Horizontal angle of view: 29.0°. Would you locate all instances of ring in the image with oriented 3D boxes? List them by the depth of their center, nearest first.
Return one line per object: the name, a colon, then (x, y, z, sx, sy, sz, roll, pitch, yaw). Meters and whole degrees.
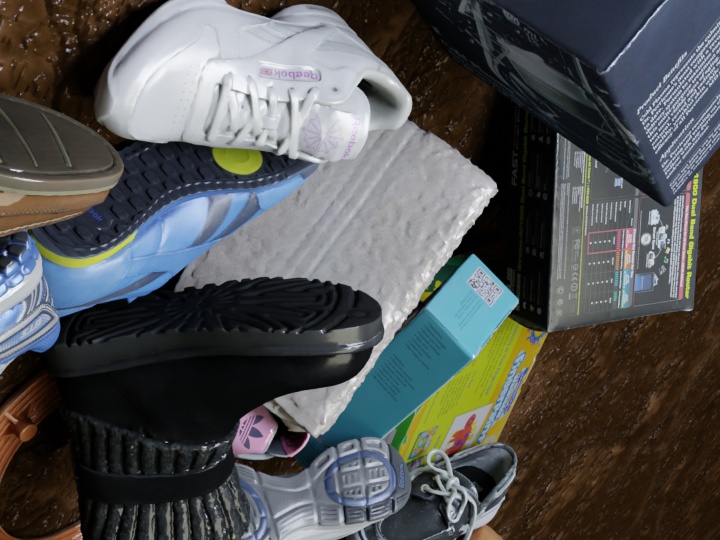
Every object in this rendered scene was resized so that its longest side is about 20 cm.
ring: (-0.178, 0.125, 0.899, 0.200, 0.019, 0.202, -36, 147, -28)

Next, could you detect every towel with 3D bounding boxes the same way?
towel: (-0.021, -0.010, 0.857, 0.201, 0.132, 0.034, -53, 174, 1)

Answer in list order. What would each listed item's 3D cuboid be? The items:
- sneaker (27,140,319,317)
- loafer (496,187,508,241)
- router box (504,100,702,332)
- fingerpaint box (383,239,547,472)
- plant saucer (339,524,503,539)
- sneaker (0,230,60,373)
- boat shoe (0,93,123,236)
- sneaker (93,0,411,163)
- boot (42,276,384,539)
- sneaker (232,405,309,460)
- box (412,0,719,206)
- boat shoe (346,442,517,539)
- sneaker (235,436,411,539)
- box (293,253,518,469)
sneaker: (-0.108, -0.033, 0.788, 0.199, 0.066, 0.079, -29, 154, -35)
loafer: (0.188, -0.081, 1.148, 0.200, 0.068, 0.071, -44, 141, -21)
router box: (0.187, -0.063, 1.062, 0.148, 0.062, 0.203, -6, 105, -29)
fingerpaint box: (0.070, 0.084, 1.153, 0.166, 0.073, 0.202, -18, 138, -45)
plant saucer: (0.028, 0.242, 1.176, 0.199, 0.198, 0.038, -17, 104, -46)
sneaker: (-0.227, 0.065, 0.679, 0.199, 0.077, 0.086, -38, 136, -14)
boat shoe: (-0.204, -0.038, 0.639, 0.198, 0.072, 0.068, -2, 129, -44)
sneaker: (-0.051, -0.100, 0.752, 0.199, 0.099, 0.075, -16, 138, -45)
boot: (-0.077, 0.092, 0.807, 0.080, 0.208, 0.160, -60, 142, -64)
sneaker: (-0.064, 0.102, 0.951, 0.071, 0.081, 0.200, -65, 162, 5)
box: (0.128, -0.168, 0.830, 0.124, 0.200, 0.197, -50, 151, -2)
boat shoe: (0.065, 0.186, 1.111, 0.198, 0.074, 0.068, -11, 139, -50)
sneaker: (-0.063, 0.176, 0.983, 0.197, 0.075, 0.087, -5, 153, -16)
box: (0.026, 0.077, 1.013, 0.200, 0.049, 0.082, -46, 179, 41)
